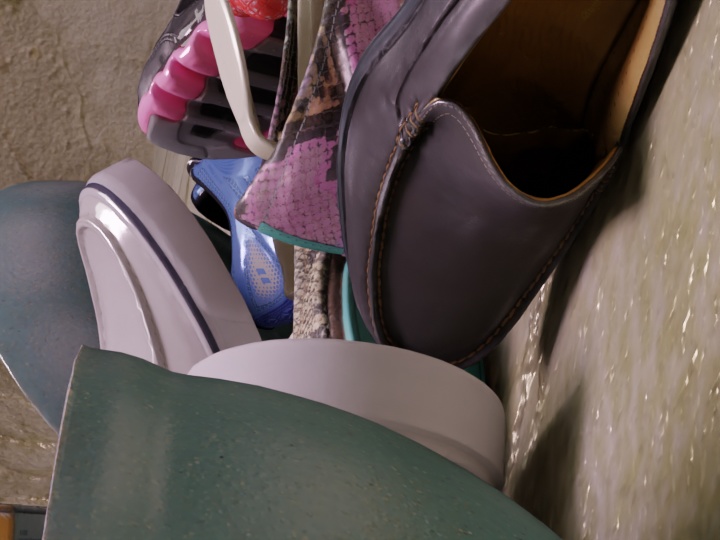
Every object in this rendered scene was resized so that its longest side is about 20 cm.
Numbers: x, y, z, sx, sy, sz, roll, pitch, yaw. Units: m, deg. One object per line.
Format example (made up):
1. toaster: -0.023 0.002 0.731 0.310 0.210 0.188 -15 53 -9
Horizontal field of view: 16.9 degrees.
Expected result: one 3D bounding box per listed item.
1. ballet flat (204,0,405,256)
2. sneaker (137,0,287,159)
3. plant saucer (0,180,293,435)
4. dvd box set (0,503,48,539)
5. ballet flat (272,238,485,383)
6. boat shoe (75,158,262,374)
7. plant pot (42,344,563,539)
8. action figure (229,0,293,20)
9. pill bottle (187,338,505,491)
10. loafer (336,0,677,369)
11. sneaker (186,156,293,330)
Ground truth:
1. ballet flat: -0.013 -0.103 0.738 0.069 0.071 0.200 138 136 -70
2. sneaker: -0.018 -0.127 0.890 0.200 0.079 0.095 -47 44 26
3. plant saucer: -0.069 0.026 1.000 0.039 0.201 0.201 -46 24 24
4. dvd box set: -0.091 0.157 0.596 0.146 0.029 0.200 55 -141 -83
5. ballet flat: 0.000 0.000 0.816 0.075 0.068 0.200 -35 46 40
6. boat shoe: -0.064 0.064 0.828 0.072 0.066 0.200 2 113 64
7. plant pot: -0.001 0.122 0.493 0.200 0.134 0.201 -173 90 -87
8. action figure: -0.045 -0.145 0.841 0.065 0.052 0.200 -45 35 22
9. pill bottle: -0.013 0.128 0.655 0.116 0.116 0.200 115 161 -65
10. loafer: 0.037 -0.041 0.643 0.072 0.073 0.200 -97 16 -48
11. sneaker: -0.038 -0.062 1.020 0.089 0.079 0.200 -31 44 29
